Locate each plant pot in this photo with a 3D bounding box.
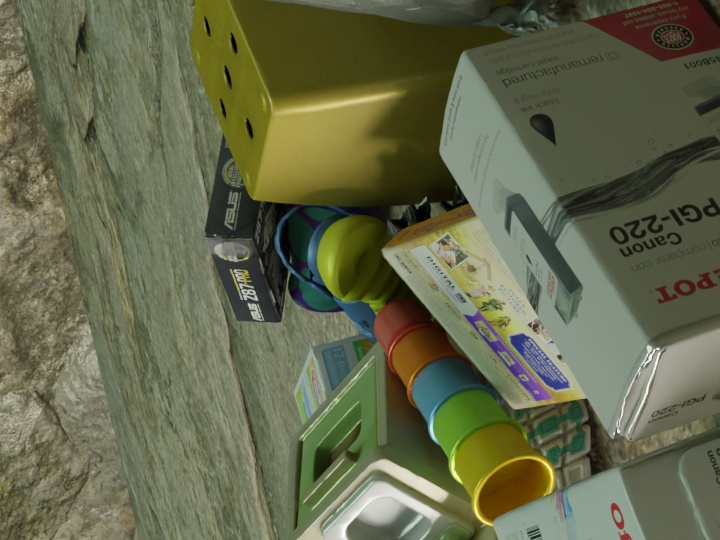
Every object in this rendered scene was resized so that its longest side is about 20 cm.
[{"bbox_3d":[-0.011,-0.154,1.165,0.200,0.176,0.200,110,139,-63],"label":"plant pot"}]

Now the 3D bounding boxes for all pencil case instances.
[{"bbox_3d":[-0.029,-0.059,1.464,0.092,0.085,0.200,38,143,41],"label":"pencil case"}]

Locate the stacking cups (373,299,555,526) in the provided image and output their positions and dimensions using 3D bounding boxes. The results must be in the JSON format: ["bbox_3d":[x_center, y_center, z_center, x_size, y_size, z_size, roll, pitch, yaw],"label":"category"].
[{"bbox_3d":[0.061,0.093,1.152,0.200,0.060,0.061,-128,27,-52],"label":"stacking cups"}]

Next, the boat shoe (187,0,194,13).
[{"bbox_3d":[-0.126,-0.332,1.536,0.069,0.071,0.201,-64,-15,-61],"label":"boat shoe"}]

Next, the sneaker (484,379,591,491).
[{"bbox_3d":[0.131,0.154,1.196,0.091,0.077,0.201,128,126,-76],"label":"sneaker"}]

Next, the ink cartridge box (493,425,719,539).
[{"bbox_3d":[0.187,0.164,0.902,0.200,0.144,0.146,132,119,-70],"label":"ink cartridge box"}]

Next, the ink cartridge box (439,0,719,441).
[{"bbox_3d":[0.148,-0.031,0.837,0.085,0.145,0.200,100,148,-53],"label":"ink cartridge box"}]

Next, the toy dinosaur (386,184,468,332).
[{"bbox_3d":[0.086,0.007,1.160,0.200,0.102,0.136,-40,82,43],"label":"toy dinosaur"}]

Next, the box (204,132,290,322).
[{"bbox_3d":[-0.089,-0.076,1.500,0.161,0.049,0.201,81,-165,-63],"label":"box"}]

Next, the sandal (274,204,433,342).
[{"bbox_3d":[0.000,0.000,1.263,0.087,0.080,0.200,25,167,31],"label":"sandal"}]

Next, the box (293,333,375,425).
[{"bbox_3d":[0.011,0.123,1.435,0.200,0.101,0.113,114,141,-74],"label":"box"}]

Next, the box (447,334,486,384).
[{"bbox_3d":[0.102,0.100,1.313,0.163,0.021,0.201,-140,36,-60],"label":"box"}]

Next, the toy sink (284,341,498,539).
[{"bbox_3d":[0.020,0.166,1.207,0.130,0.112,0.200,-49,22,28],"label":"toy sink"}]

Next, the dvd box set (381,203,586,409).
[{"bbox_3d":[0.110,0.017,1.039,0.146,0.029,0.200,49,154,-10],"label":"dvd box set"}]

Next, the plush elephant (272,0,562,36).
[{"bbox_3d":[0.046,-0.228,0.985,0.165,0.200,0.155,6,90,57],"label":"plush elephant"}]
